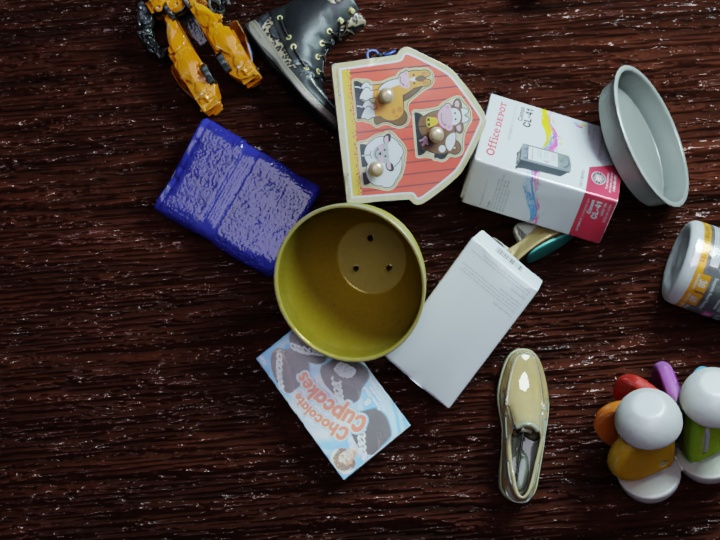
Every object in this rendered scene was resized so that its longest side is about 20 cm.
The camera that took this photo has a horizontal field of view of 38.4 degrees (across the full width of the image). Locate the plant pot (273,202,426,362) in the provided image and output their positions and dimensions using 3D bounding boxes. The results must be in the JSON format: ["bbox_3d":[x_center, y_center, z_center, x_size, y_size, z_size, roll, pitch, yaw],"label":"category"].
[{"bbox_3d":[0.000,0.000,1.354,0.196,0.142,0.204,3,105,13],"label":"plant pot"}]

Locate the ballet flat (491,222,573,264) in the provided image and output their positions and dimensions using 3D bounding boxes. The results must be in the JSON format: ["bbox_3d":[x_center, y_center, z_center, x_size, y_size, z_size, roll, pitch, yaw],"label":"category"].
[{"bbox_3d":[0.211,-0.029,1.413,0.198,0.069,0.064,-34,76,-7],"label":"ballet flat"}]

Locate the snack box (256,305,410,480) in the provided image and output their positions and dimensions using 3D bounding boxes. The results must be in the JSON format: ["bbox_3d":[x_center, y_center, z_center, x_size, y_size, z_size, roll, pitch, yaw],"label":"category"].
[{"bbox_3d":[-0.037,0.164,1.390,0.116,0.037,0.201,-37,81,-6],"label":"snack box"}]

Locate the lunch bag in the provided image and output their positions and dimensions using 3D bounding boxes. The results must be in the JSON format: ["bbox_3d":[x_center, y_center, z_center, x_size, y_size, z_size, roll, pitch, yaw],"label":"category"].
[{"bbox_3d":[0.043,-0.201,1.403,0.133,0.132,0.204,-15,99,-8],"label":"lunch bag"}]

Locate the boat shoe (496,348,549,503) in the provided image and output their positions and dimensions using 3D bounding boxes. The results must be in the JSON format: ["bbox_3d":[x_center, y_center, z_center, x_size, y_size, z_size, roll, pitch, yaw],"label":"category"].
[{"bbox_3d":[0.218,0.202,1.362,0.070,0.076,0.204,1,79,0],"label":"boat shoe"}]

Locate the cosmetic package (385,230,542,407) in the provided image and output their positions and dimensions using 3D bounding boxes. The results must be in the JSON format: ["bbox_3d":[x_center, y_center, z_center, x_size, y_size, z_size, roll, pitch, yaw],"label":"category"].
[{"bbox_3d":[0.135,0.064,1.352,0.112,0.081,0.201,39,107,7],"label":"cosmetic package"}]

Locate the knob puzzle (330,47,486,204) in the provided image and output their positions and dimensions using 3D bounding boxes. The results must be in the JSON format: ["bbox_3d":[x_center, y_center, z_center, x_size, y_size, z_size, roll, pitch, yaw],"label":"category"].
[{"bbox_3d":[0.069,-0.185,1.327,0.215,0.030,0.225,-1,97,-11],"label":"knob puzzle"}]

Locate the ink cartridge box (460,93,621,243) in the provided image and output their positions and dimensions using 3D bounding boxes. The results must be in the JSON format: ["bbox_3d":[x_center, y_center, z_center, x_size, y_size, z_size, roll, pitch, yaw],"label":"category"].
[{"bbox_3d":[0.248,-0.139,1.397,0.196,0.086,0.149,18,49,2],"label":"ink cartridge box"}]

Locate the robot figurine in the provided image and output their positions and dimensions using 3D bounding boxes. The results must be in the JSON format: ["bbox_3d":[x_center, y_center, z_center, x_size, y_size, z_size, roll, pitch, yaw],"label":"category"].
[{"bbox_3d":[-0.231,-0.329,1.470,0.144,0.058,0.202,-32,81,5],"label":"robot figurine"}]

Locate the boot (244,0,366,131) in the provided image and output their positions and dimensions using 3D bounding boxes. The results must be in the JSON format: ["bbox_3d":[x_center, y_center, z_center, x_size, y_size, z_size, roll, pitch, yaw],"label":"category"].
[{"bbox_3d":[-0.054,-0.313,1.468,0.150,0.073,0.201,-39,76,-7],"label":"boot"}]

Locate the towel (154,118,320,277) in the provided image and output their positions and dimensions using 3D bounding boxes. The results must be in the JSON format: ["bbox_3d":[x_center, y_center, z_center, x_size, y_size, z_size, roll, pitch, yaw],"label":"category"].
[{"bbox_3d":[-0.170,-0.100,1.440,0.198,0.050,0.149,30,87,5],"label":"towel"}]

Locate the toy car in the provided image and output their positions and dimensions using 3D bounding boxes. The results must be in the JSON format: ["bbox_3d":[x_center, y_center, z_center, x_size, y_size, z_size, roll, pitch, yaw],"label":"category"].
[{"bbox_3d":[0.398,0.190,1.340,0.196,0.177,0.151,-17,43,-3],"label":"toy car"}]

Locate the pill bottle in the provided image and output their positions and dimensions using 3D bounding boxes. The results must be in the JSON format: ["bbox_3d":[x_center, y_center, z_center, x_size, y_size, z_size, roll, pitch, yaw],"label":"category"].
[{"bbox_3d":[0.514,0.018,1.379,0.197,0.116,0.118,19,79,4],"label":"pill bottle"}]

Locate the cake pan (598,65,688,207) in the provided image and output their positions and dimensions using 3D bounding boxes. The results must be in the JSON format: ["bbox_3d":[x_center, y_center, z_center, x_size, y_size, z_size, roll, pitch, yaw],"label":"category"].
[{"bbox_3d":[0.380,-0.176,1.395,0.036,0.199,0.204,-22,77,36],"label":"cake pan"}]
